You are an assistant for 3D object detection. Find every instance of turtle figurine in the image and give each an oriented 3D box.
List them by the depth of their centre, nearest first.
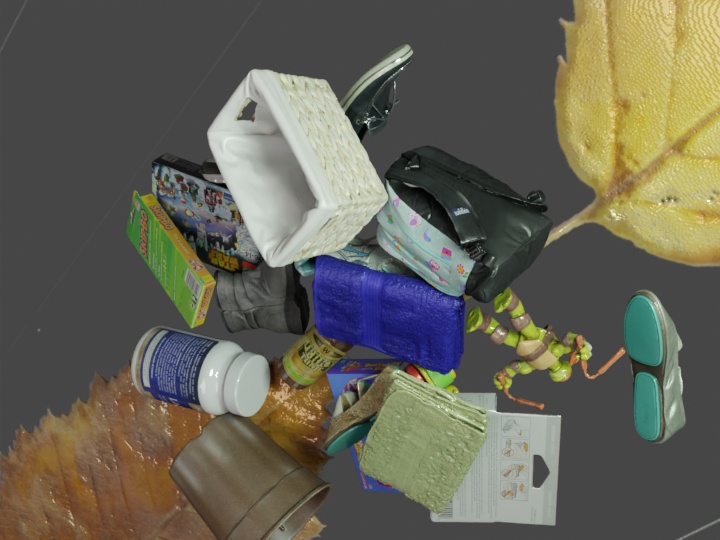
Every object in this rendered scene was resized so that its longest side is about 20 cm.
[{"bbox_3d":[0.222,0.089,1.318,0.161,0.065,0.199,41,141,-17],"label":"turtle figurine"}]

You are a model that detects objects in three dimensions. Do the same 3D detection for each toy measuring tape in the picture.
[{"bbox_3d":[0.074,0.098,1.411,0.073,0.074,0.201,-28,100,39],"label":"toy measuring tape"}]

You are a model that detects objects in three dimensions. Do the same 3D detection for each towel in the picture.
[{"bbox_3d":[0.033,0.060,1.333,0.198,0.050,0.148,14,142,16],"label":"towel"},{"bbox_3d":[0.081,0.226,1.375,0.147,0.037,0.201,27,129,11],"label":"towel"}]

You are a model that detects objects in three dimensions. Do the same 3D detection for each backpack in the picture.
[{"bbox_3d":[0.109,-0.057,1.262,0.199,0.167,0.127,34,131,21],"label":"backpack"}]

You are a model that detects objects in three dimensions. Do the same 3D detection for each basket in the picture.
[{"bbox_3d":[-0.074,-0.124,1.257,0.136,0.123,0.201,-44,66,41],"label":"basket"}]

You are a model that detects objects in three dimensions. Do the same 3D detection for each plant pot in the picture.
[{"bbox_3d":[-0.180,0.335,1.635,0.198,0.200,0.201,44,130,14],"label":"plant pot"}]

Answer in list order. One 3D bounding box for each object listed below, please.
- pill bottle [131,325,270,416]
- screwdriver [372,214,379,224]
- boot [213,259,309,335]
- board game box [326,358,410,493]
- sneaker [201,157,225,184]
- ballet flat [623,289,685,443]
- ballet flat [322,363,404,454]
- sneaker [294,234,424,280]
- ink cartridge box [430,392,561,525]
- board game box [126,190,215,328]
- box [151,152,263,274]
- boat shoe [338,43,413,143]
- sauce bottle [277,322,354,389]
[{"bbox_3d":[-0.245,0.158,1.620,0.198,0.116,0.117,10,119,28],"label":"pill bottle"},{"bbox_3d":[0.011,-0.072,1.391,0.199,0.028,0.029,27,98,14],"label":"screwdriver"},{"bbox_3d":[-0.146,0.007,1.467,0.130,0.070,0.202,2,117,11],"label":"boot"},{"bbox_3d":[0.042,0.226,1.520,0.133,0.045,0.202,-3,113,33],"label":"board game box"},{"bbox_3d":[-0.132,-0.161,1.421,0.198,0.074,0.081,-6,97,30],"label":"sneaker"},{"bbox_3d":[0.355,0.109,1.252,0.067,0.063,0.202,21,125,53],"label":"ballet flat"},{"bbox_3d":[0.006,0.189,1.463,0.200,0.070,0.066,-40,65,38],"label":"ballet flat"},{"bbox_3d":[0.000,0.000,1.388,0.199,0.086,0.078,14,140,33],"label":"sneaker"},{"bbox_3d":[0.179,0.258,1.425,0.174,0.045,0.202,1,122,7],"label":"ink cartridge box"},{"bbox_3d":[-0.280,-0.021,1.528,0.200,0.030,0.096,49,139,22],"label":"board game box"},{"bbox_3d":[-0.214,-0.075,1.526,0.198,0.040,0.138,20,125,22],"label":"box"},{"bbox_3d":[0.012,-0.204,1.297,0.062,0.075,0.200,44,134,-2],"label":"boat shoe"},{"bbox_3d":[-0.045,0.098,1.496,0.065,0.065,0.200,46,130,3],"label":"sauce bottle"}]
